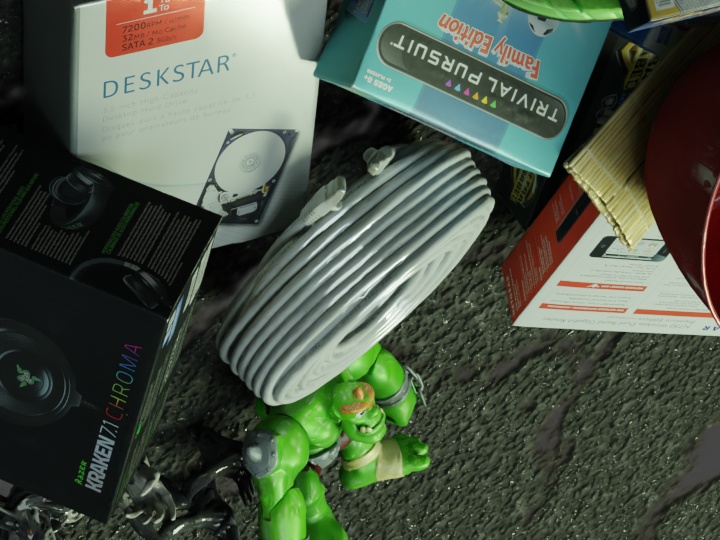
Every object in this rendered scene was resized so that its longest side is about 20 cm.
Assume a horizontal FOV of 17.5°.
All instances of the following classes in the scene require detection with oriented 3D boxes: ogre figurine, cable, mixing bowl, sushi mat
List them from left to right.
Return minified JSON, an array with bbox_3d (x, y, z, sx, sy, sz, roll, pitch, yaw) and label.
[{"bbox_3d":[-0.024,0.115,1.563,0.200,0.098,0.120,-40,130,-23],"label":"ogre figurine"},{"bbox_3d":[0.000,0.000,1.445,0.200,0.069,0.200,-48,170,30],"label":"cable"},{"bbox_3d":[0.207,-0.109,1.395,0.200,0.012,0.096,-47,134,-6],"label":"sushi mat"},{"bbox_3d":[0.238,-0.063,1.362,0.199,0.108,0.201,-19,125,-30],"label":"mixing bowl"}]

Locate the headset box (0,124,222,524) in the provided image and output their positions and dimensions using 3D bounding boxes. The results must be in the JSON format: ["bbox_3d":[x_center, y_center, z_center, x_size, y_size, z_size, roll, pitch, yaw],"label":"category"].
[{"bbox_3d":[-0.198,0.019,1.296,0.199,0.093,0.175,23,132,2],"label":"headset box"}]

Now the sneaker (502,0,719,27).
[{"bbox_3d":[0.160,-0.162,1.303,0.198,0.077,0.084,-2,159,-13],"label":"sneaker"}]

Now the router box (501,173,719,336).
[{"bbox_3d":[0.216,-0.022,1.528,0.199,0.049,0.180,4,149,-21],"label":"router box"}]

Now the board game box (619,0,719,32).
[{"bbox_3d":[0.183,-0.240,1.249,0.135,0.201,0.035,-14,179,-16],"label":"board game box"}]

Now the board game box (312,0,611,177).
[{"bbox_3d":[0.079,-0.174,1.328,0.150,0.047,0.201,21,91,-33],"label":"board game box"}]

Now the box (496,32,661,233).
[{"bbox_3d":[0.209,-0.121,1.551,0.197,0.050,0.201,-4,132,-30],"label":"box"}]

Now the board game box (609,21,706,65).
[{"bbox_3d":[0.257,-0.203,1.431,0.195,0.056,0.201,20,101,-44],"label":"board game box"}]

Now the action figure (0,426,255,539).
[{"bbox_3d":[-0.160,0.160,1.534,0.199,0.102,0.119,-5,134,-35],"label":"action figure"}]

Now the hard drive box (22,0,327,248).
[{"bbox_3d":[-0.107,-0.105,1.326,0.155,0.077,0.201,-16,137,-22],"label":"hard drive box"}]
